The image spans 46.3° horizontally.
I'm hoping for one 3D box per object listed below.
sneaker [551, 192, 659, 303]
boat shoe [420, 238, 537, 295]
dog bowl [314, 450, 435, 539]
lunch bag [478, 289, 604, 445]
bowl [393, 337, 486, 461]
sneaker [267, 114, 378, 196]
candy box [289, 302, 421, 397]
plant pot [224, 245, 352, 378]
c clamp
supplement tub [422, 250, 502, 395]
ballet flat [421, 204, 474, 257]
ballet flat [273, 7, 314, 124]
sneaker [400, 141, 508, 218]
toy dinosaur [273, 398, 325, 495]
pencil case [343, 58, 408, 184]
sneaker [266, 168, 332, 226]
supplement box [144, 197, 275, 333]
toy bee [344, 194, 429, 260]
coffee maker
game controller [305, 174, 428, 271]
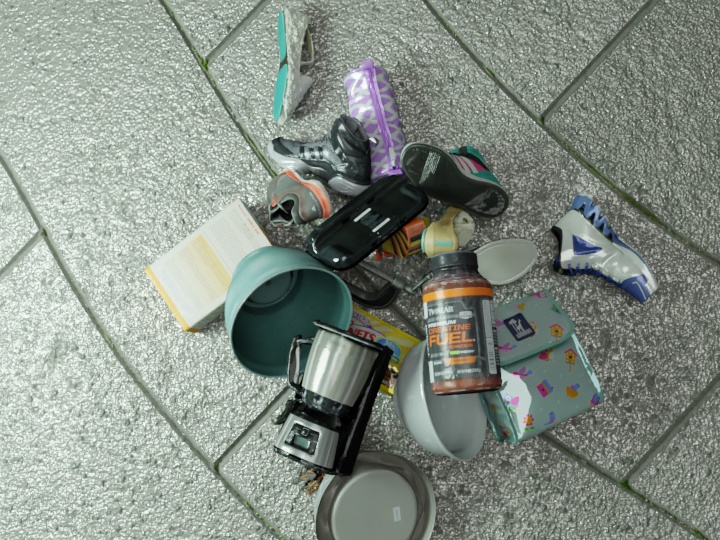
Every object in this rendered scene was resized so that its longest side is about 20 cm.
[{"bbox_3d":[0.378,-0.014,1.364,0.115,0.081,0.200,-38,76,2],"label":"sneaker"},{"bbox_3d":[0.191,-0.002,1.378,0.197,0.060,0.075,-25,102,1],"label":"boat shoe"},{"bbox_3d":[0.017,0.376,1.313,0.196,0.059,0.204,-2,95,-19],"label":"dog bowl"},{"bbox_3d":[0.260,0.145,1.319,0.168,0.122,0.203,-21,85,-11],"label":"lunch bag"},{"bbox_3d":[0.112,0.200,1.314,0.089,0.200,0.205,-17,82,31],"label":"bowl"},{"bbox_3d":[-0.058,-0.207,1.379,0.198,0.075,0.116,26,112,20],"label":"sneaker"},{"bbox_3d":[-0.009,0.116,1.380,0.198,0.026,0.103,27,73,9],"label":"candy box"},{"bbox_3d":[-0.128,0.045,1.310,0.199,0.201,0.134,-37,43,-2],"label":"plant pot"},{"bbox_3d":[0.000,0.000,1.338,0.197,0.171,0.027,25,59,-4],"label":"c clamp"},{"bbox_3d":[0.145,0.077,1.228,0.105,0.107,0.204,-6,80,3],"label":"supplement tub"},{"bbox_3d":[0.149,-0.058,1.321,0.062,0.200,0.070,2,108,19],"label":"ballet flat"},{"bbox_3d":[-0.110,-0.349,1.434,0.070,0.072,0.204,2,84,4],"label":"ballet flat"},{"bbox_3d":[0.143,-0.167,1.363,0.198,0.121,0.084,26,112,-22],"label":"sneaker"},{"bbox_3d":[-0.061,0.253,1.360,0.135,0.102,0.201,33,48,-8],"label":"toy dinosaur"},{"bbox_3d":[0.029,-0.239,1.401,0.082,0.086,0.203,-16,82,-1],"label":"pencil case"},{"bbox_3d":[-0.121,-0.110,1.341,0.081,0.199,0.078,-30,109,-21],"label":"sneaker"},{"bbox_3d":[-0.238,-0.007,1.396,0.199,0.074,0.127,-36,82,-1],"label":"supplement box"},{"bbox_3d":[0.051,-0.061,1.368,0.128,0.201,0.110,-11,120,-3],"label":"toy bee"},{"bbox_3d":[-0.029,0.195,1.248,0.133,0.191,0.203,16,83,42],"label":"coffee maker"},{"bbox_3d":[0.011,-0.074,1.279,0.199,0.042,0.104,-39,54,-22],"label":"game controller"}]
